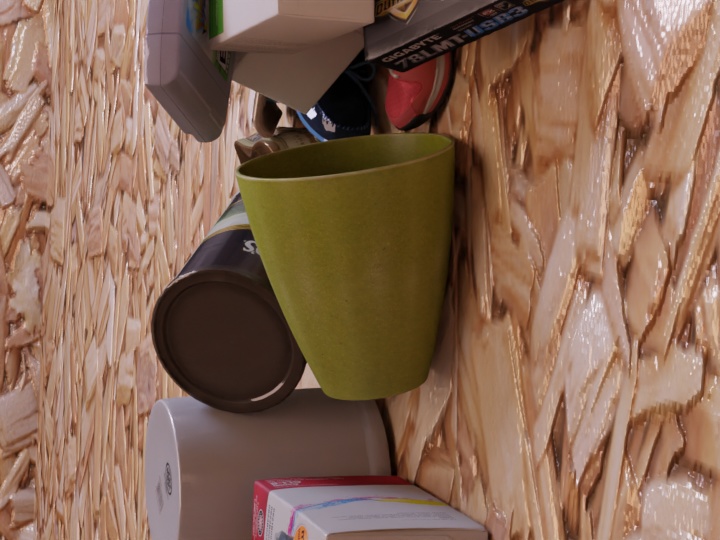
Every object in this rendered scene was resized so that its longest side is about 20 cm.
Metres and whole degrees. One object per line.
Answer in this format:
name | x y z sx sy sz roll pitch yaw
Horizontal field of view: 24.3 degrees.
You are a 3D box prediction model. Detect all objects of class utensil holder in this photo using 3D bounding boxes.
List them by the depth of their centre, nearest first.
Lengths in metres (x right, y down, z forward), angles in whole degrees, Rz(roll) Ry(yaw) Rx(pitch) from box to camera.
utensil holder | -0.091 0.194 1.574 0.170 0.198 0.172 180 90 -70

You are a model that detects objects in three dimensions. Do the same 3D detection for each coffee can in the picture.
coffee can | -0.094 0.017 1.565 0.200 0.145 0.147 -62 -12 -58

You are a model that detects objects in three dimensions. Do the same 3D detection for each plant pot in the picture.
plant pot | 0.000 0.000 1.418 0.187 0.186 0.202 -152 52 -68

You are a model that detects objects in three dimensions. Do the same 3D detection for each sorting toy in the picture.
sorting toy | -0.084 -0.252 1.781 0.185 0.036 0.202 -84 -1 -77

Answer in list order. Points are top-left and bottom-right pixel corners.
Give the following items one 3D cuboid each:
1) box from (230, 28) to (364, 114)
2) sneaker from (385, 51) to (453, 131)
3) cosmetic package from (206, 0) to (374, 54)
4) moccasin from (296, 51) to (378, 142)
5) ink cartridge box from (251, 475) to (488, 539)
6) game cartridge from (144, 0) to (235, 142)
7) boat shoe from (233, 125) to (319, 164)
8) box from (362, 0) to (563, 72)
box | -0.039 -0.265 1.524 0.200 0.097 0.125 -46 41 28
sneaker | 0.037 -0.213 1.422 0.074 0.086 0.201 -112 30 -50
cosmetic package | -0.059 -0.240 1.348 0.200 0.084 0.109 175 96 -70
moccasin | -0.031 -0.195 1.625 0.201 0.080 0.069 -112 34 -46
ink cartridge box | 0.001 0.264 1.402 0.200 0.143 0.147 -166 79 -69
game cartridge | -0.142 -0.229 1.450 0.133 0.040 0.202 47 -135 -62
boat shoe | -0.089 -0.121 1.827 0.074 0.062 0.200 67 166 -10
box | 0.078 -0.276 1.267 0.199 0.049 0.200 -19 70 44
